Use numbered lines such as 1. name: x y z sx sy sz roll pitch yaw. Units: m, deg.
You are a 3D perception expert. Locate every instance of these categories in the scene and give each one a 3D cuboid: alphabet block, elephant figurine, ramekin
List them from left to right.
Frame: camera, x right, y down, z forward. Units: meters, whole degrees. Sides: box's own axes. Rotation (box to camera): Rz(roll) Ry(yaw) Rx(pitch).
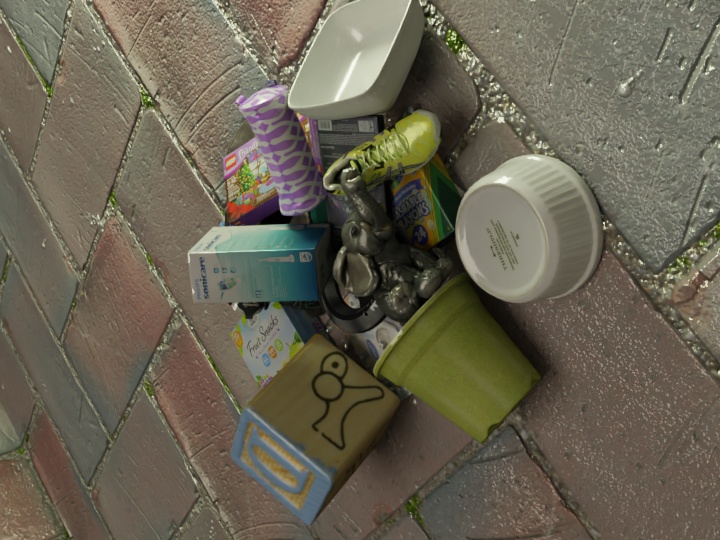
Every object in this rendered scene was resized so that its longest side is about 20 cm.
1. alphabet block: -0.080 0.268 1.541 0.195 0.200 0.197 39 143 11
2. elephant figurine: 0.026 -0.028 1.299 0.200 0.141 0.156 39 102 6
3. ramekin: 0.215 -0.049 1.217 0.201 0.094 0.205 21 119 42

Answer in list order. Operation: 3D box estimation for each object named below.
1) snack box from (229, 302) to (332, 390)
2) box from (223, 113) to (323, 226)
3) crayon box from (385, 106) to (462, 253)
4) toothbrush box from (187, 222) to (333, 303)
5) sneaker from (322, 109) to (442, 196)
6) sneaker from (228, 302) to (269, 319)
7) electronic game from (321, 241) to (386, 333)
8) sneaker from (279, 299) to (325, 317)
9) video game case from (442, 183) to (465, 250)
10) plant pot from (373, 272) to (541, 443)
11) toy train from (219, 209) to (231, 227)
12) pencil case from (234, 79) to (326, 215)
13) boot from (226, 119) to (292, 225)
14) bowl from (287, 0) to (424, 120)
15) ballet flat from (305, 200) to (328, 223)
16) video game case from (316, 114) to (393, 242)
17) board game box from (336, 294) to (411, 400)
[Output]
1. snack box: -0.152 0.133 1.727 0.170 0.067 0.200 58 137 16
2. box: -0.146 -0.172 1.533 0.199 0.039 0.138 -28 57 29
3. crayon box: 0.072 -0.124 1.357 0.126 0.051 0.201 -39 74 48
4. toothbrush box: -0.151 -0.013 1.410 0.198 0.147 0.086 -1 108 7
5. sneaker: 0.031 -0.155 1.279 0.199 0.076 0.076 -33 88 32
6. sneaker: -0.181 0.017 1.574 0.199 0.079 0.131 153 125 -73
7. electronic game: 0.000 0.000 1.457 0.199 0.041 0.202 -14 71 48
8. sneaker: -0.111 0.029 1.580 0.076 0.079 0.201 58 172 30
9. video game case: 0.080 -0.076 1.420 0.143 0.018 0.201 42 133 29
10. plant pot: 0.151 0.139 1.310 0.184 0.200 0.201 43 134 13
11. toy train: -0.224 -0.042 1.730 0.114 0.086 0.202 30 124 48
12. pencil case: -0.121 -0.182 1.392 0.085 0.084 0.202 -9 116 26
13. boot: -0.186 -0.165 1.641 0.174 0.069 0.201 38 107 34
14. bowl: 0.003 -0.302 1.324 0.199 0.074 0.202 2 63 46
15. ballet flat: -0.070 -0.083 1.548 0.064 0.075 0.202 22 118 51
16. video game case: -0.008 -0.137 1.390 0.142 0.019 0.202 12 115 47
17. board game box: 0.039 0.114 1.520 0.201 0.026 0.200 61 143 11
